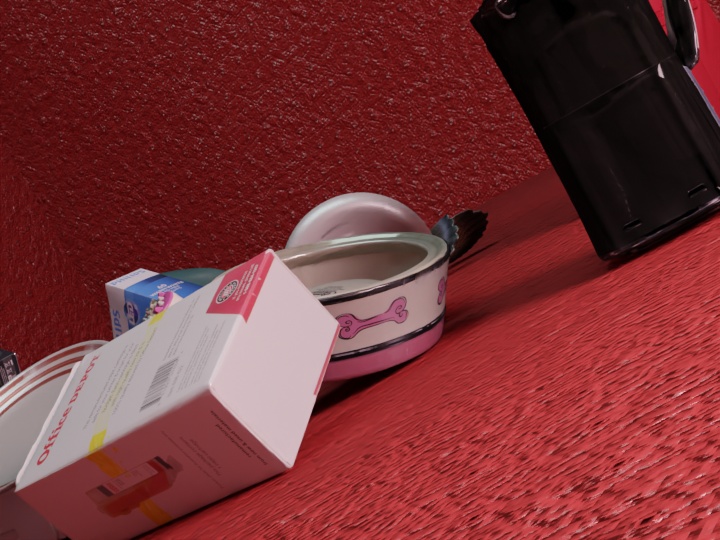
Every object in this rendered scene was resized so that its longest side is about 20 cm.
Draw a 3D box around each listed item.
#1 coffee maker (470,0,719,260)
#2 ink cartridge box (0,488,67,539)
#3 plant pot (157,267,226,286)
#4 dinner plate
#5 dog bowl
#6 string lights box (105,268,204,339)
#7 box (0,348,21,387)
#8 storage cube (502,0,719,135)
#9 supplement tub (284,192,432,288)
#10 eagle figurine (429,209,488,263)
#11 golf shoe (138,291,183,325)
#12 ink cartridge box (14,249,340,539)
[{"bbox_3d":[0.167,-0.113,0.910,0.135,0.200,0.192,-31,-2,40],"label":"coffee maker"},{"bbox_3d":[-0.274,0.189,1.230,0.145,0.083,0.200,-26,3,35],"label":"ink cartridge box"},{"bbox_3d":[-0.233,0.087,1.872,0.161,0.201,0.201,-18,-3,-26],"label":"plant pot"},{"bbox_3d":[-0.285,0.135,1.125,0.200,0.024,0.200,-27,27,15],"label":"dinner plate"},{"bbox_3d":[-0.020,0.030,1.053,0.200,0.074,0.200,-10,14,2],"label":"dog bowl"},{"bbox_3d":[-0.187,0.071,1.428,0.200,0.103,0.059,15,29,36],"label":"string lights box"},{"bbox_3d":[-0.428,0.207,1.432,0.049,0.200,0.161,9,30,38],"label":"box"},{"bbox_3d":[0.297,-0.193,1.414,0.200,0.180,0.171,-29,2,41],"label":"storage cube"},{"bbox_3d":[0.000,0.000,1.243,0.145,0.145,0.200,-29,2,0],"label":"supplement tub"},{"bbox_3d":[0.059,-0.022,1.737,0.200,0.151,0.152,2,59,20],"label":"eagle figurine"},{"bbox_3d":[-0.169,0.116,1.112,0.075,0.091,0.200,-97,31,-61],"label":"golf shoe"},{"bbox_3d":[-0.126,0.093,0.906,0.200,0.083,0.145,-28,27,32],"label":"ink cartridge box"}]
